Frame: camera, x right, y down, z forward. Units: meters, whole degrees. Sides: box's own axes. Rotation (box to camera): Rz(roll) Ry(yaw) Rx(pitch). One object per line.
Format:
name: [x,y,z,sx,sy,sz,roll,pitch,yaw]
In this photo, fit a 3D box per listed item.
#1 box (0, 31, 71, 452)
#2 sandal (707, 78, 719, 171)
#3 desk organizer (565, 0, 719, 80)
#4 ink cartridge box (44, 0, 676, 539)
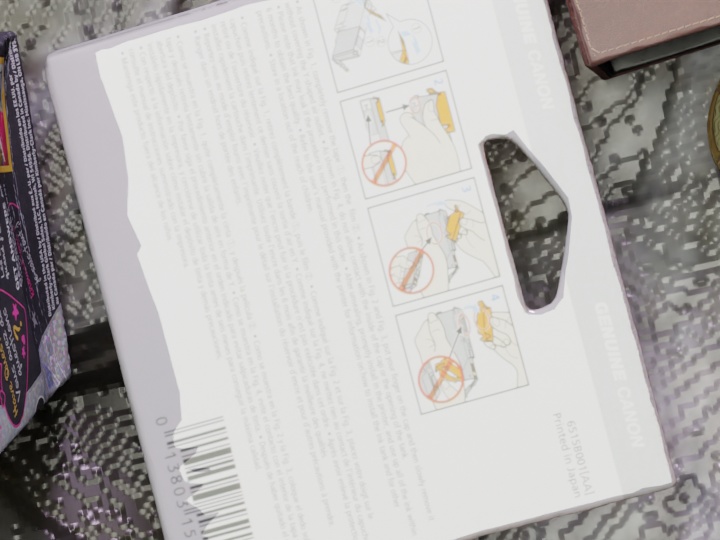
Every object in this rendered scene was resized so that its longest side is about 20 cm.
box: [-0.213,0.002,0.993,0.199,0.115,0.133,-6,101,10]
sandal: [0.209,-0.023,0.971,0.199,0.054,0.081,22,86,24]
desk organizer: [0.158,-0.130,0.971,0.199,0.072,0.077,-17,87,9]
ink cartridge box: [0.000,0.000,1.006,0.173,0.044,0.201,-15,85,8]
